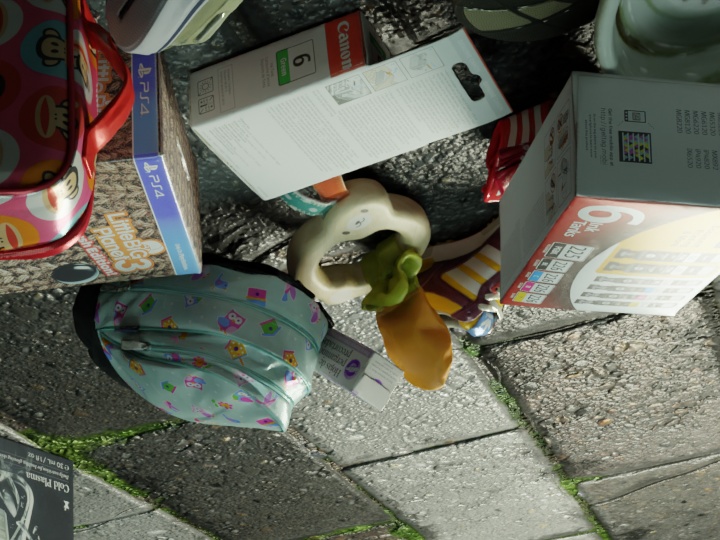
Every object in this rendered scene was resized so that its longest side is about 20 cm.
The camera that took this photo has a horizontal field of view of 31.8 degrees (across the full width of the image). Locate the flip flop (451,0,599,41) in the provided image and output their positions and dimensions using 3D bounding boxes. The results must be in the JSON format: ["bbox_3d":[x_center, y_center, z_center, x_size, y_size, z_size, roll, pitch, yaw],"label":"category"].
[{"bbox_3d":[0.142,-0.207,0.752,0.200,0.058,0.081,-36,147,17],"label":"flip flop"}]

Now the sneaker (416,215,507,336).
[{"bbox_3d":[0.117,0.010,1.096,0.199,0.091,0.075,-23,147,28],"label":"sneaker"}]

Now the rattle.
[{"bbox_3d":[0.000,0.000,1.003,0.129,0.144,0.200,-6,154,5],"label":"rattle"}]

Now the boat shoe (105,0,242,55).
[{"bbox_3d":[-0.080,-0.194,0.726,0.062,0.072,0.200,-15,167,-43],"label":"boat shoe"}]

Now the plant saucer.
[{"bbox_3d":[0.220,-0.182,0.736,0.199,0.050,0.201,-16,147,-10],"label":"plant saucer"}]

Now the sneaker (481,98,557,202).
[{"bbox_3d":[0.162,-0.069,1.001,0.115,0.079,0.200,-9,140,22],"label":"sneaker"}]

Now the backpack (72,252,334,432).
[{"bbox_3d":[-0.121,0.057,1.039,0.199,0.127,0.167,3,158,34],"label":"backpack"}]

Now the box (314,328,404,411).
[{"bbox_3d":[-0.039,0.065,1.088,0.041,0.039,0.200,36,173,-37],"label":"box"}]

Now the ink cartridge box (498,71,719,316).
[{"bbox_3d":[0.195,-0.041,0.822,0.174,0.084,0.200,4,160,-5],"label":"ink cartridge box"}]

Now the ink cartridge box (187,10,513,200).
[{"bbox_3d":[-0.007,-0.121,0.876,0.199,0.051,0.109,-18,149,17],"label":"ink cartridge box"}]

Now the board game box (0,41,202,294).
[{"bbox_3d":[-0.221,-0.066,0.881,0.199,0.097,0.160,-7,151,0],"label":"board game box"}]

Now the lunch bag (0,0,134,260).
[{"bbox_3d":[-0.216,-0.101,0.714,0.175,0.201,0.082,-5,147,-2],"label":"lunch bag"}]

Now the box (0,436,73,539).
[{"bbox_3d":[-0.423,0.292,1.383,0.123,0.198,0.200,-22,149,26],"label":"box"}]

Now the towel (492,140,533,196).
[{"bbox_3d":[0.209,-0.059,0.927,0.199,0.023,0.145,-13,141,18],"label":"towel"}]
